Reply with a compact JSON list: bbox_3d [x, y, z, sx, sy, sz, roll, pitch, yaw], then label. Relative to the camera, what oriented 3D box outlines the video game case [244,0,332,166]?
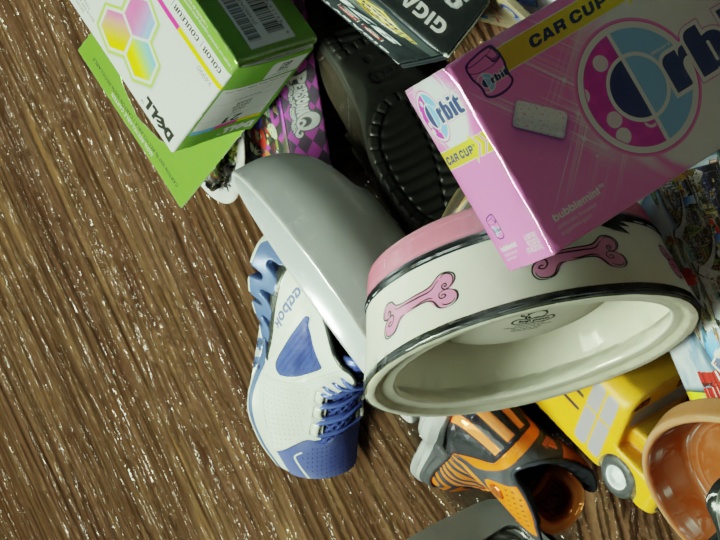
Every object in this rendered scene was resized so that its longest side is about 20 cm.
[{"bbox_3d":[-0.078,-0.143,1.759,0.181,0.036,0.201,38,142,56],"label":"video game case"}]

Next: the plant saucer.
[{"bbox_3d":[0.257,0.142,1.467,0.200,0.032,0.201,30,153,17],"label":"plant saucer"}]

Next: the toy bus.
[{"bbox_3d":[0.144,0.056,1.591,0.200,0.065,0.078,46,142,27],"label":"toy bus"}]

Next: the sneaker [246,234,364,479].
[{"bbox_3d":[-0.021,0.072,1.823,0.115,0.080,0.200,28,132,46],"label":"sneaker"}]

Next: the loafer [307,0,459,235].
[{"bbox_3d":[0.027,-0.095,1.645,0.071,0.073,0.201,91,159,-61],"label":"loafer"}]

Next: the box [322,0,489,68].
[{"bbox_3d":[-0.023,-0.204,1.533,0.200,0.046,0.159,39,176,-9],"label":"box"}]

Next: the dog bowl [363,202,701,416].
[{"bbox_3d":[0.091,0.018,1.460,0.200,0.199,0.074,-43,55,57],"label":"dog bowl"}]

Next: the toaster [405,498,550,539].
[{"bbox_3d":[0.075,0.271,1.738,0.200,0.180,0.119,43,140,28],"label":"toaster"}]

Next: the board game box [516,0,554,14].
[{"bbox_3d":[0.074,-0.246,1.410,0.200,0.043,0.199,40,153,-10],"label":"board game box"}]

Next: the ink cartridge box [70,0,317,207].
[{"bbox_3d":[-0.136,-0.142,1.674,0.148,0.076,0.200,55,136,14],"label":"ink cartridge box"}]

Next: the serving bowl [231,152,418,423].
[{"bbox_3d":[0.000,0.000,1.634,0.200,0.066,0.200,54,174,9],"label":"serving bowl"}]

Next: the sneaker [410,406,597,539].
[{"bbox_3d":[0.095,0.136,1.668,0.112,0.078,0.200,42,174,13],"label":"sneaker"}]

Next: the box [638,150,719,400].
[{"bbox_3d":[0.228,0.020,1.469,0.136,0.038,0.201,-15,99,58],"label":"box"}]

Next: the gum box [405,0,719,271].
[{"bbox_3d":[0.140,-0.100,1.364,0.114,0.200,0.066,59,160,-3],"label":"gum box"}]

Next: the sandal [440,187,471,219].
[{"bbox_3d":[0.101,-0.050,1.527,0.055,0.082,0.200,40,111,14],"label":"sandal"}]

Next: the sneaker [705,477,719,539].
[{"bbox_3d":[0.236,0.185,1.458,0.083,0.071,0.200,25,147,33],"label":"sneaker"}]

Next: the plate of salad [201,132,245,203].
[{"bbox_3d":[-0.130,-0.140,1.777,0.200,0.048,0.201,53,154,42],"label":"plate of salad"}]

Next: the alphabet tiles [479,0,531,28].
[{"bbox_3d":[0.018,-0.206,1.535,0.167,0.008,0.200,40,177,-21],"label":"alphabet tiles"}]
